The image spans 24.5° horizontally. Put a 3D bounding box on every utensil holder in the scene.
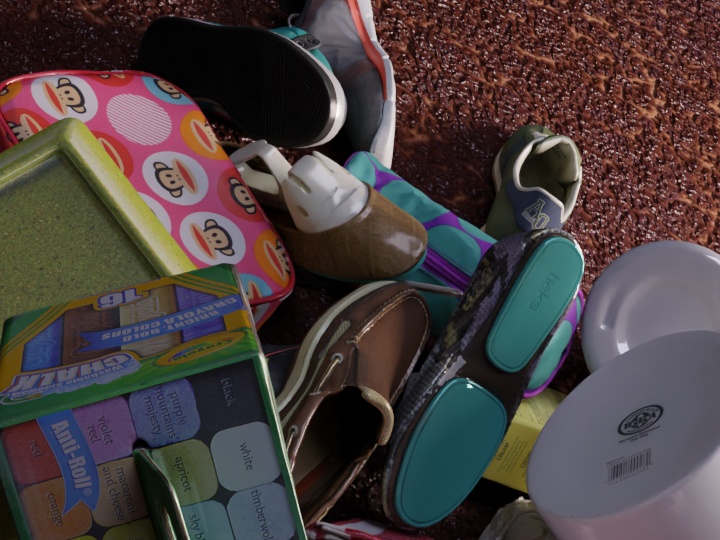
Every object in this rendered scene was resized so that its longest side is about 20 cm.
[{"bbox_3d":[0.217,0.161,1.008,0.201,0.169,0.171,53,32,-21],"label":"utensil holder"}]

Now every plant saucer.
[{"bbox_3d":[-0.180,0.021,0.895,0.199,0.048,0.200,-33,74,-24],"label":"plant saucer"}]

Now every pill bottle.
[{"bbox_3d":[0.218,0.049,1.166,0.120,0.119,0.200,48,4,11],"label":"pill bottle"}]

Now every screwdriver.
[{"bbox_3d":[0.000,0.000,1.049,0.028,0.199,0.029,-24,105,-31],"label":"screwdriver"}]

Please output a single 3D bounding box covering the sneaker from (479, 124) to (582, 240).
[{"bbox_3d":[0.146,-0.074,1.309,0.067,0.090,0.201,34,37,-6],"label":"sneaker"}]

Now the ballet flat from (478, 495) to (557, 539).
[{"bbox_3d":[0.099,0.196,1.011,0.072,0.072,0.200,39,36,0],"label":"ballet flat"}]

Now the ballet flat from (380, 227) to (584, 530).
[{"bbox_3d":[0.065,0.062,0.993,0.072,0.072,0.201,33,79,-7],"label":"ballet flat"}]

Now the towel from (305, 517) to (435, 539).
[{"bbox_3d":[0.076,0.170,0.898,0.198,0.023,0.144,17,-3,14],"label":"towel"}]

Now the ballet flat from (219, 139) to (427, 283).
[{"bbox_3d":[-0.039,-0.047,1.057,0.068,0.199,0.073,-41,126,-20],"label":"ballet flat"}]

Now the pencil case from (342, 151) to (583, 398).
[{"bbox_3d":[0.053,0.001,1.108,0.199,0.086,0.092,34,-1,30],"label":"pencil case"}]

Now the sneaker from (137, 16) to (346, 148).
[{"bbox_3d":[-0.053,-0.125,1.159,0.120,0.085,0.199,4,16,-46],"label":"sneaker"}]

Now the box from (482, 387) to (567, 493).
[{"bbox_3d":[0.151,0.126,1.127,0.198,0.050,0.075,20,21,-24],"label":"box"}]

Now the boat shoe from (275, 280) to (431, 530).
[{"bbox_3d":[-0.007,0.081,0.933,0.203,0.074,0.075,-51,125,-35],"label":"boat shoe"}]

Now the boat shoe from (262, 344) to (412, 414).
[{"bbox_3d":[-0.051,0.079,0.989,0.200,0.063,0.075,-6,92,-44],"label":"boat shoe"}]

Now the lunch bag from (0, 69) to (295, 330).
[{"bbox_3d":[-0.152,-0.031,1.014,0.175,0.082,0.201,-9,59,-45],"label":"lunch bag"}]

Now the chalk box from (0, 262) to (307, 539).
[{"bbox_3d":[-0.093,0.091,0.750,0.122,0.126,0.200,-14,16,-4],"label":"chalk box"}]

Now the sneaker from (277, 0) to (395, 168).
[{"bbox_3d":[-0.023,-0.149,1.278,0.081,0.078,0.201,-6,50,-11],"label":"sneaker"}]
